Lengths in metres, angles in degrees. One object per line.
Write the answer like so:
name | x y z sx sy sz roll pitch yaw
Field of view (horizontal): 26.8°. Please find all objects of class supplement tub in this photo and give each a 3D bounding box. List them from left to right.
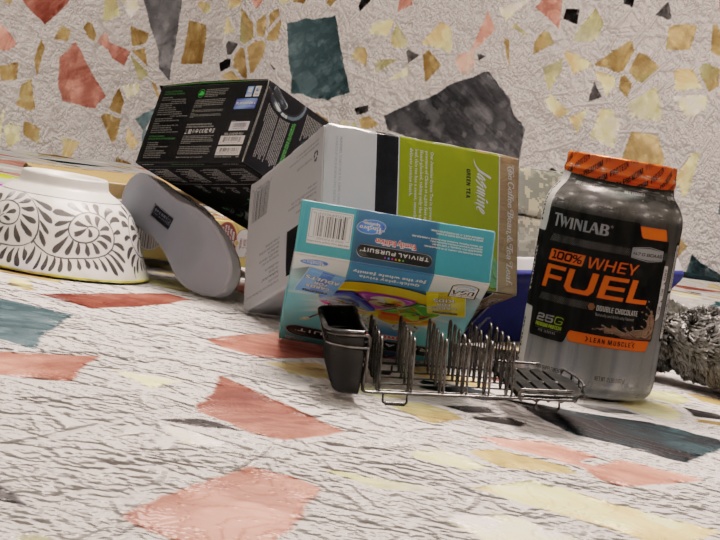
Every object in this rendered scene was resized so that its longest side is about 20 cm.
supplement tub | 0.209 0.003 1.307 0.121 0.202 0.123 9 5 -1

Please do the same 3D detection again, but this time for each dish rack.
dish rack | 0.067 0.065 1.128 0.198 0.055 0.153 4 6 -4

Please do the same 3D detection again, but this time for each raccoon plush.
raccoon plush | 0.316 0.073 1.416 0.132 0.098 0.200 2 5 0

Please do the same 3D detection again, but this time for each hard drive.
hard drive | 0.197 0.029 1.464 0.198 0.026 0.132 0 -31 -28

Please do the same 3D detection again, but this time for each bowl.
bowl | -0.306 -0.051 1.536 0.198 0.095 0.201 10 6 -1

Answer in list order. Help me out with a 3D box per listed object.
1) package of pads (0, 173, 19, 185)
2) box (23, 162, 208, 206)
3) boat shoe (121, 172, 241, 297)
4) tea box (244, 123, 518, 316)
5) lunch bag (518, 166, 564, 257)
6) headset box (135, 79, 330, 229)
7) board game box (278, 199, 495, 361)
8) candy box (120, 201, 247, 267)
package of pads | -0.414 -0.075 1.725 0.153 0.069 0.200 12 5 16
box | -0.270 -0.095 1.701 0.198 0.022 0.163 6 7 -21
boat shoe | -0.171 -0.037 1.558 0.065 0.074 0.200 18 23 -48
tea box | 0.017 -0.031 1.398 0.195 0.135 0.200 9 -16 -23
lunch bag | 0.193 -0.004 1.604 0.198 0.169 0.140 10 -33 -20
headset box | -0.098 -0.110 1.574 0.173 0.094 0.199 4 -20 45
board game box | 0.016 0.015 1.221 0.149 0.047 0.200 9 -22 -3
candy box | -0.207 -0.042 1.748 0.198 0.056 0.115 6 6 -34
